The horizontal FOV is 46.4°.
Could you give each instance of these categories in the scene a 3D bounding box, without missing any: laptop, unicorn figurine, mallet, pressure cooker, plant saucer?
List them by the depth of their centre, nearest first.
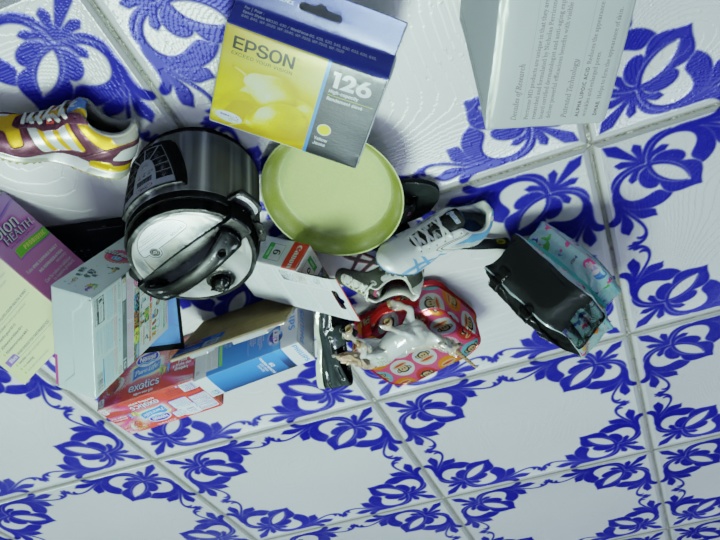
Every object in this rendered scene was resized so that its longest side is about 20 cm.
[{"bbox_3d":[-0.209,-0.062,1.072,0.176,0.202,0.177,2,138,-10],"label":"pressure cooker"},{"bbox_3d":[-0.037,-0.108,1.140,0.197,0.031,0.202,6,131,8],"label":"plant saucer"},{"bbox_3d":[-0.367,0.028,1.241,0.175,0.104,0.201,-7,141,1],"label":"laptop"},{"bbox_3d":[0.131,-0.048,1.270,0.198,0.066,0.041,-8,149,-21],"label":"mallet"},{"bbox_3d":[0.065,0.109,1.315,0.198,0.075,0.137,-17,141,35],"label":"unicorn figurine"}]

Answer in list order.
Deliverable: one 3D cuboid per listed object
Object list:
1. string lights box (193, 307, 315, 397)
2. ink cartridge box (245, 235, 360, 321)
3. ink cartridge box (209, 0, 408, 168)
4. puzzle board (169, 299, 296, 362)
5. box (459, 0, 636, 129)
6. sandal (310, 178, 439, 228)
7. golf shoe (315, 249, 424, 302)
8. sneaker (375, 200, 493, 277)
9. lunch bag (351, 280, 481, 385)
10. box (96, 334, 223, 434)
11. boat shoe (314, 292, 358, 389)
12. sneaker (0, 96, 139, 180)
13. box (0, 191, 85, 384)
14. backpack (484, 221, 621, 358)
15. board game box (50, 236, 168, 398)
[{"bbox_3d":[-0.174,0.123,1.378,0.198,0.104,0.059,-21,136,19],"label":"string lights box"},{"bbox_3d":[-0.090,0.007,1.218,0.198,0.051,0.109,12,149,30],"label":"ink cartridge box"},{"bbox_3d":[-0.067,-0.229,0.982,0.195,0.047,0.201,18,140,-4],"label":"ink cartridge box"},{"bbox_3d":[-0.184,0.085,1.308,0.198,0.151,0.018,-20,105,16],"label":"puzzle board"},{"bbox_3d":[0.181,-0.285,0.853,0.129,0.201,0.201,-4,141,-1],"label":"box"},{"bbox_3d":[0.020,-0.076,1.204,0.198,0.048,0.076,-15,139,11],"label":"sandal"},{"bbox_3d":[0.000,0.000,1.266,0.197,0.089,0.078,0,142,-4],"label":"golf shoe"},{"bbox_3d":[0.105,-0.051,1.190,0.198,0.072,0.073,-23,149,-27],"label":"sneaker"},{"bbox_3d":[0.082,0.103,1.402,0.199,0.083,0.176,-30,134,27],"label":"lunch bag"},{"bbox_3d":[-0.343,0.198,1.454,0.198,0.096,0.100,-20,138,17],"label":"box"},{"bbox_3d":[-0.037,0.108,1.362,0.065,0.075,0.202,6,114,11],"label":"boat shoe"},{"bbox_3d":[-0.371,-0.177,1.027,0.198,0.075,0.091,8,131,-26],"label":"sneaker"},{"bbox_3d":[-0.485,0.028,1.177,0.200,0.097,0.176,43,124,-13],"label":"box"},{"bbox_3d":[0.300,0.035,1.272,0.151,0.178,0.200,-44,141,1],"label":"backpack"},{"bbox_3d":[-0.330,0.052,1.133,0.063,0.200,0.149,14,116,12],"label":"board game box"}]
